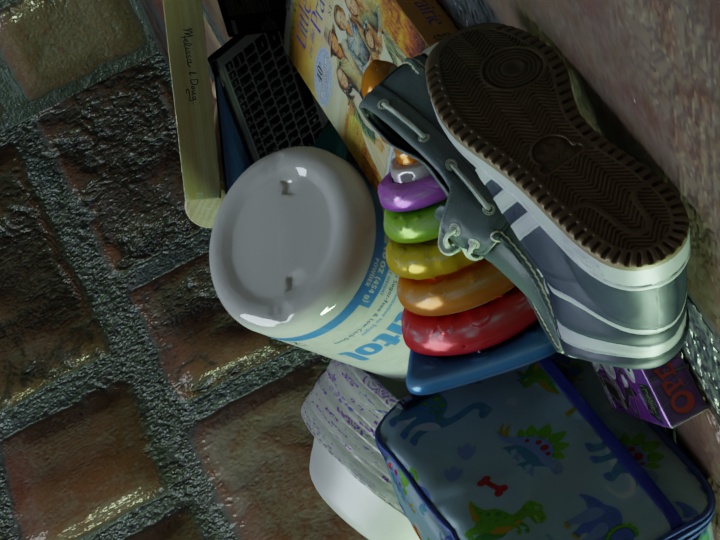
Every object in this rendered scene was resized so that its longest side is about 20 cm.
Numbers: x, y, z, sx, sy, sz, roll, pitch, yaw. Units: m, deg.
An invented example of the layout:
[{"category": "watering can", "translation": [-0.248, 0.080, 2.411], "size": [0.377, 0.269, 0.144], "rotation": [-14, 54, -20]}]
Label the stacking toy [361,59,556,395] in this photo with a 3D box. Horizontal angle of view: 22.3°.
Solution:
[{"category": "stacking toy", "translation": [0.049, -0.037, 1.096], "size": [0.116, 0.109, 0.201], "rotation": [-78, -34, -66]}]

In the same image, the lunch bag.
[{"category": "lunch bag", "translation": [0.113, 0.133, 1.107], "size": [0.200, 0.160, 0.083], "rotation": [54, 165, 44]}]

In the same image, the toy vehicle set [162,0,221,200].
[{"category": "toy vehicle set", "translation": [-0.124, -0.165, 1.289], "size": [0.124, 0.026, 0.202], "rotation": [-106, 11, -64]}]

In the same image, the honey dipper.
[{"category": "honey dipper", "translation": [-0.111, -0.099, 1.420], "size": [0.201, 0.038, 0.038], "rotation": [-89, -22, -58]}]

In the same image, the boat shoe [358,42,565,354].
[{"category": "boat shoe", "translation": [0.065, -0.031, 1.000], "size": [0.201, 0.061, 0.073], "rotation": [61, 173, 20]}]

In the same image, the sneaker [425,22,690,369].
[{"category": "sneaker", "translation": [0.098, -0.033, 0.915], "size": [0.200, 0.070, 0.109], "rotation": [54, 168, 40]}]

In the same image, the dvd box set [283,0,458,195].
[{"category": "dvd box set", "translation": [0.006, -0.144, 1.186], "size": [0.147, 0.029, 0.201], "rotation": [101, 148, -44]}]

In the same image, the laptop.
[{"category": "laptop", "translation": [-0.041, -0.093, 1.386], "size": [0.116, 0.200, 0.188], "rotation": [42, 165, 27]}]

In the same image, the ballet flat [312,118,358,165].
[{"category": "ballet flat", "translation": [0.012, -0.106, 1.306], "size": [0.071, 0.065, 0.200], "rotation": [68, 151, 18]}]

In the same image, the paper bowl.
[{"category": "paper bowl", "translation": [0.041, 0.152, 1.397], "size": [0.200, 0.105, 0.201], "rotation": [33, -173, -5]}]

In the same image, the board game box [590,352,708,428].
[{"category": "board game box", "translation": [0.123, -0.010, 1.021], "size": [0.201, 0.032, 0.120], "rotation": [63, 170, -3]}]

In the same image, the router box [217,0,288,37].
[{"category": "router box", "translation": [-0.086, -0.277, 1.250], "size": [0.200, 0.052, 0.159], "rotation": [78, -174, -69]}]

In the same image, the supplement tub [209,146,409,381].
[{"category": "supplement tub", "translation": [0.000, 0.000, 1.282], "size": [0.199, 0.132, 0.132], "rotation": [22, -149, -52]}]
